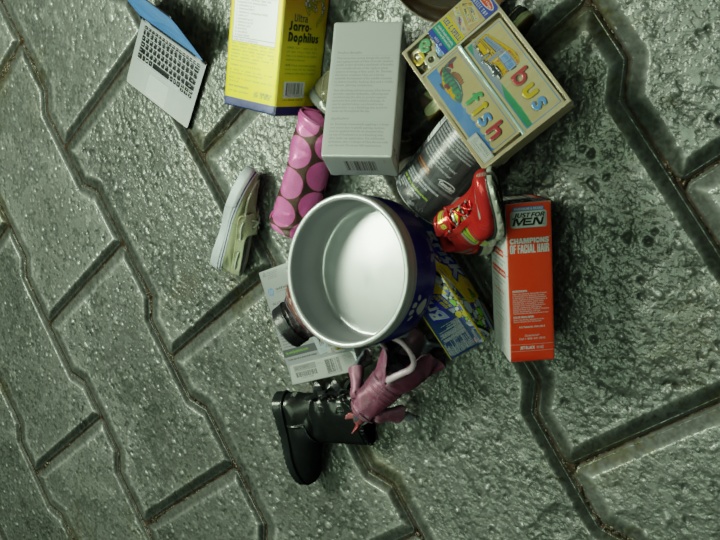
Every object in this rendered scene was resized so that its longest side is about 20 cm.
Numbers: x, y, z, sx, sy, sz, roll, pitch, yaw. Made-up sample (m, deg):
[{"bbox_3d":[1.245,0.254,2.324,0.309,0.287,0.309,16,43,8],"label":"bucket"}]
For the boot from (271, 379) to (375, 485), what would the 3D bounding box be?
[{"bbox_3d":[-0.052,0.276,1.278,0.160,0.074,0.201,-6,113,21],"label":"boot"}]

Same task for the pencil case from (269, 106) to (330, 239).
[{"bbox_3d":[-0.083,-0.153,1.201,0.089,0.094,0.202,14,115,-16],"label":"pencil case"}]

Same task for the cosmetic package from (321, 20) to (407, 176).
[{"bbox_3d":[0.008,-0.238,1.061,0.100,0.071,0.204,3,76,11],"label":"cosmetic package"}]

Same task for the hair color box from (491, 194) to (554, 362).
[{"bbox_3d":[0.212,0.006,1.003,0.063,0.111,0.204,-5,100,0],"label":"hair color box"}]

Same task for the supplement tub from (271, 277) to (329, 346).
[{"bbox_3d":[-0.040,0.031,1.160,0.199,0.107,0.108,-38,77,13],"label":"supplement tub"}]

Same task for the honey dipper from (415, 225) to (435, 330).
[{"bbox_3d":[0.099,0.011,1.140,0.038,0.038,0.203,28,119,27],"label":"honey dipper"}]

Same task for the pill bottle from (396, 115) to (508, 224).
[{"bbox_3d":[0.143,-0.162,1.023,0.107,0.106,0.200,50,123,16],"label":"pill bottle"}]

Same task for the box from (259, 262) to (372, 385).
[{"bbox_3d":[-0.078,0.078,1.273,0.154,0.041,0.203,-18,91,36],"label":"box"}]

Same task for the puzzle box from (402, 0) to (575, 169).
[{"bbox_3d":[0.154,-0.238,0.943,0.132,0.025,0.202,-37,70,15],"label":"puzzle box"}]

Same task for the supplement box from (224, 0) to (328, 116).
[{"bbox_3d":[-0.129,-0.349,1.174,0.108,0.109,0.203,19,111,30],"label":"supplement box"}]

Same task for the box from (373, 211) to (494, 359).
[{"bbox_3d":[0.106,0.017,1.074,0.064,0.070,0.202,-33,91,31],"label":"box"}]

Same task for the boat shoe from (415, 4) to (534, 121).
[{"bbox_3d":[0.144,-0.283,1.018,0.200,0.073,0.065,-42,81,34],"label":"boat shoe"}]

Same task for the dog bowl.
[{"bbox_3d":[0.000,0.000,1.024,0.198,0.078,0.204,1,91,35],"label":"dog bowl"}]

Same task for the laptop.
[{"bbox_3d":[-0.372,-0.382,1.336,0.187,0.115,0.202,38,119,24],"label":"laptop"}]

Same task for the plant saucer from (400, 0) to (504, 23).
[{"bbox_3d":[0.119,-0.419,0.967,0.032,0.197,0.203,-111,35,-62],"label":"plant saucer"}]

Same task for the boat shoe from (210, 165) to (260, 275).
[{"bbox_3d":[-0.204,-0.084,1.322,0.061,0.072,0.202,23,119,2],"label":"boat shoe"}]

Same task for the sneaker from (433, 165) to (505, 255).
[{"bbox_3d":[0.135,-0.064,0.965,0.083,0.201,0.078,-3,69,0],"label":"sneaker"}]

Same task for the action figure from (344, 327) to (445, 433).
[{"bbox_3d":[0.042,0.178,1.142,0.133,0.149,0.201,38,107,4],"label":"action figure"}]

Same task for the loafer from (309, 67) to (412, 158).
[{"bbox_3d":[0.003,-0.236,1.126,0.200,0.075,0.070,41,125,21],"label":"loafer"}]
